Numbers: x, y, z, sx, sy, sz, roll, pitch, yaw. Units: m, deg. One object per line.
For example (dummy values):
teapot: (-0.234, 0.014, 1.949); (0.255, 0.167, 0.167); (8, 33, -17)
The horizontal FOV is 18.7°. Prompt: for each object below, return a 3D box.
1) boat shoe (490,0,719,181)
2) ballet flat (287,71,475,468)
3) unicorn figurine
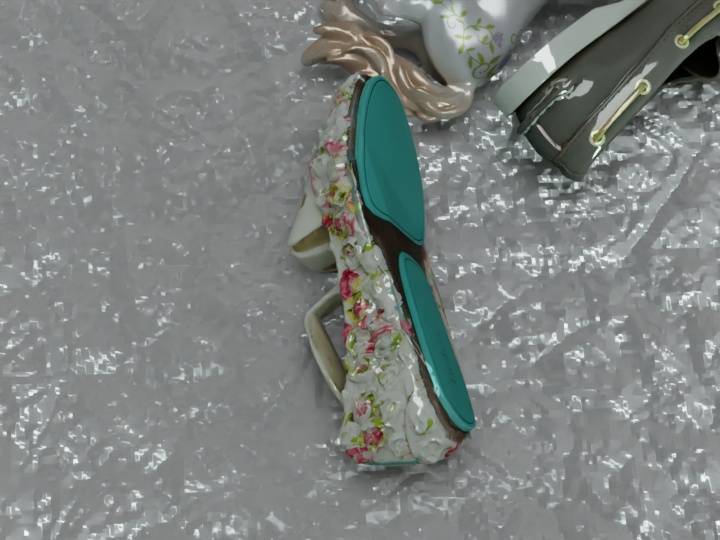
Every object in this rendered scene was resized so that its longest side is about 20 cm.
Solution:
boat shoe: (0.154, -0.115, 1.062); (0.202, 0.072, 0.060); (-36, 84, -23)
ballet flat: (0.000, 0.000, 0.991); (0.064, 0.076, 0.200); (-24, 56, 20)
unicorn figurine: (0.071, -0.155, 1.068); (0.137, 0.074, 0.200); (34, 94, 15)
